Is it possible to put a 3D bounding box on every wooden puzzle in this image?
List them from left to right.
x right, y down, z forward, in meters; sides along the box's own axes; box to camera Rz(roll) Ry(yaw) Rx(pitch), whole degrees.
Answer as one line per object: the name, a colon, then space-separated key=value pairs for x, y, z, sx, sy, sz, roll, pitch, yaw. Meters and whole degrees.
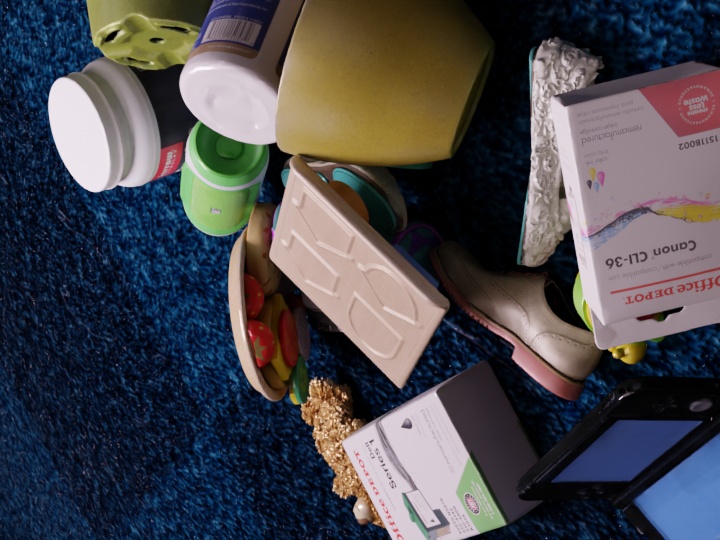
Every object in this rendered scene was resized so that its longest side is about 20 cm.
wooden puzzle: x=0.000 y=0.000 z=0.984 sx=0.185 sy=0.046 sz=0.201 roll=45 pitch=156 yaw=12

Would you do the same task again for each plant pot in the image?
plant pot: x=-0.193 y=-0.304 z=1.043 sx=0.199 sy=0.197 sz=0.194 roll=-17 pitch=73 yaw=53
plant pot: x=0.032 y=-0.170 z=0.920 sx=0.140 sy=0.201 sz=0.202 roll=22 pitch=131 yaw=8

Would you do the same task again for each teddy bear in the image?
teddy bear: x=-0.012 y=0.218 z=1.268 sx=0.145 sy=0.066 sz=0.203 roll=-31 pitch=84 yaw=56

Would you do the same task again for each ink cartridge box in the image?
ink cartridge box: x=0.085 y=0.200 z=1.122 sx=0.148 sy=0.084 sz=0.200 roll=61 pitch=143 yaw=7
ink cartridge box: x=0.215 y=-0.037 z=0.792 sx=0.068 sy=0.114 sz=0.204 roll=-92 pitch=-11 yaw=-74

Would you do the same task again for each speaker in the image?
speaker: x=-0.145 y=-0.100 z=1.151 sx=0.089 sy=0.087 sz=0.200 roll=59 pitch=164 yaw=7

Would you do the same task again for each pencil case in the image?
pencil case: x=-0.006 y=-0.022 z=1.105 sx=0.198 sy=0.092 sz=0.087 roll=14 pitch=121 yaw=46

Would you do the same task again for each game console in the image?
game console: x=0.251 y=0.184 z=0.887 sx=0.201 sy=0.173 sz=0.118 roll=122 pitch=144 yaw=-48

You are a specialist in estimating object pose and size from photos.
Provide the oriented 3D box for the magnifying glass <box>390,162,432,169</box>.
magnifying glass: x=0.000 y=-0.121 z=1.068 sx=0.199 sy=0.078 sz=0.023 roll=26 pitch=113 yaw=55

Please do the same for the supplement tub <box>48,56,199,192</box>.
supplement tub: x=-0.226 y=-0.176 z=1.203 sx=0.139 sy=0.198 sz=0.143 roll=28 pitch=130 yaw=39

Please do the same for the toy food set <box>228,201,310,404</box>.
toy food set: x=-0.096 y=0.043 z=1.198 sx=0.199 sy=0.048 sz=0.203 roll=69 pitch=-164 yaw=-53

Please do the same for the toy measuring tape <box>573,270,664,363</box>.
toy measuring tape: x=0.200 y=-0.014 z=0.863 sx=0.073 sy=0.073 sz=0.203 roll=15 pitch=124 yaw=46

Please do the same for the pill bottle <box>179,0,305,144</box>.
pill bottle: x=-0.082 y=-0.226 z=0.991 sx=0.109 sy=0.203 sz=0.112 roll=14 pitch=153 yaw=8

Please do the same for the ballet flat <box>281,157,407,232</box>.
ballet flat: x=-0.006 y=-0.090 z=1.062 sx=0.199 sy=0.062 sz=0.068 roll=24 pitch=141 yaw=49

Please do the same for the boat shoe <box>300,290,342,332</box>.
boat shoe: x=0.007 y=0.049 z=1.152 sx=0.198 sy=0.070 sz=0.067 roll=4 pitch=121 yaw=51

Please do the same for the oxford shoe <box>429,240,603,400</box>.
oxford shoe: x=0.144 y=0.026 z=0.985 sx=0.200 sy=0.070 sz=0.075 roll=44 pitch=112 yaw=29

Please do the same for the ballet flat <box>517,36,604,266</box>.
ballet flat: x=0.164 y=-0.087 z=0.885 sx=0.071 sy=0.071 sz=0.203 roll=28 pitch=131 yaw=39
